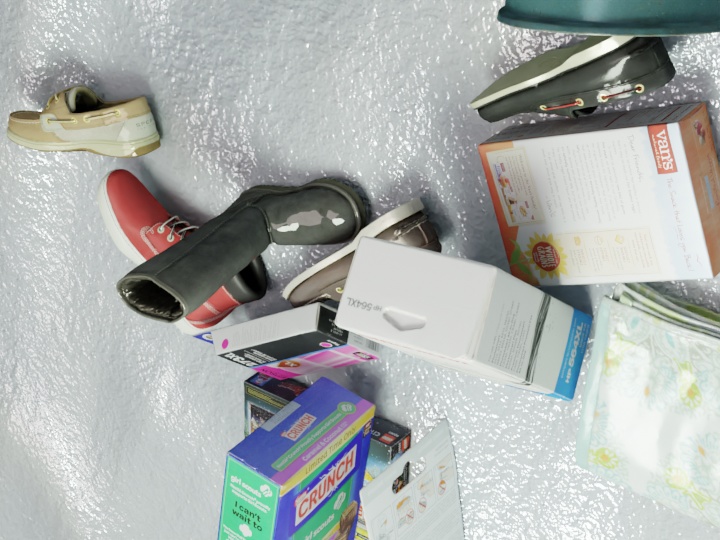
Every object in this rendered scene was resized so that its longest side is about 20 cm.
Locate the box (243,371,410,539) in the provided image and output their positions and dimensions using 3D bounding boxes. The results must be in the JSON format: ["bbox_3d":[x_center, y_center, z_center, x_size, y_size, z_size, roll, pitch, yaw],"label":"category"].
[{"bbox_3d":[-0.039,0.202,1.631,0.198,0.038,0.138,21,123,31],"label":"box"}]

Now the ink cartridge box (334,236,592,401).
[{"bbox_3d":[0.094,0.044,1.326,0.145,0.199,0.085,13,83,34],"label":"ink cartridge box"}]

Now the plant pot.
[{"bbox_3d":[0.197,-0.282,1.102,0.198,0.199,0.199,10,110,35],"label":"plant pot"}]

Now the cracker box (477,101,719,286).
[{"bbox_3d":[0.208,-0.061,1.284,0.198,0.057,0.136,-2,111,41],"label":"cracker box"}]

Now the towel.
[{"bbox_3d":[0.277,0.120,1.323,0.170,0.048,0.202,24,125,30],"label":"towel"}]

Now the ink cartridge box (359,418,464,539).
[{"bbox_3d":[0.042,0.269,1.514,0.047,0.160,0.203,5,114,35],"label":"ink cartridge box"}]

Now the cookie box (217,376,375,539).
[{"bbox_3d":[-0.068,0.237,1.529,0.075,0.171,0.202,24,125,24],"label":"cookie box"}]

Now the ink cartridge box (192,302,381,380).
[{"bbox_3d":[-0.079,0.077,1.566,0.198,0.094,0.038,-13,62,44],"label":"ink cartridge box"}]

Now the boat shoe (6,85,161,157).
[{"bbox_3d":[-0.302,-0.167,1.647,0.197,0.074,0.067,6,112,26],"label":"boat shoe"}]

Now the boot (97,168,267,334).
[{"bbox_3d":[-0.184,-0.041,1.610,0.144,0.072,0.201,-28,100,43],"label":"boot"}]

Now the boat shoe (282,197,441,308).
[{"bbox_3d":[0.000,0.000,1.478,0.199,0.072,0.060,-34,86,39],"label":"boat shoe"}]

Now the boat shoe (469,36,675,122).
[{"bbox_3d":[0.170,-0.153,1.256,0.200,0.074,0.063,-16,112,48],"label":"boat shoe"}]

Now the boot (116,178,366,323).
[{"bbox_3d":[-0.114,-0.020,1.470,0.180,0.199,0.073,-3,110,40],"label":"boot"}]
